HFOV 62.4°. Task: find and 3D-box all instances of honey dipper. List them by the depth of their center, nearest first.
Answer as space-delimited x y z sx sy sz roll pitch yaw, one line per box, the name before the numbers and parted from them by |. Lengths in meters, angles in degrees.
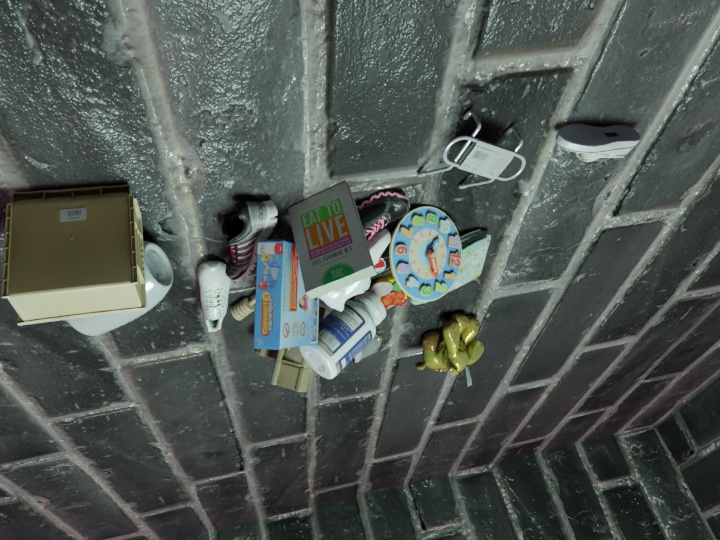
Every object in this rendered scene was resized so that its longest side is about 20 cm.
honey dipper | -0.215 0.048 1.350 0.199 0.038 0.038 -35 142 22

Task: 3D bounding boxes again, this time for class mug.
mug | -0.442 0.021 1.133 0.173 0.150 0.200 -22 178 12

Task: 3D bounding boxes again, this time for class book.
book | -0.058 -0.057 1.122 0.132 0.202 0.048 -21 147 6

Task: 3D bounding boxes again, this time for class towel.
towel | 0.212 -0.004 1.415 0.198 0.048 0.172 -23 148 -17

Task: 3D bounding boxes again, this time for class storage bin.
storage bin | -0.468 -0.032 0.984 0.197 0.201 0.094 -6 154 -14

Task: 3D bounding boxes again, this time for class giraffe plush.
giraffe plush | 0.246 0.229 1.719 0.171 0.203 0.161 13 165 -41

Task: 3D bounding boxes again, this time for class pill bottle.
pill bottle | -0.035 0.139 1.347 0.200 0.111 0.112 -42 156 -27

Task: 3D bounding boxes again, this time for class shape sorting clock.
shape sorting clock | 0.144 -0.035 1.271 0.198 0.203 0.039 13 173 -37

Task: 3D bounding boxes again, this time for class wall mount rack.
wall mount rack | 0.212 -0.211 1.143 0.198 0.075 0.174 9 134 -33

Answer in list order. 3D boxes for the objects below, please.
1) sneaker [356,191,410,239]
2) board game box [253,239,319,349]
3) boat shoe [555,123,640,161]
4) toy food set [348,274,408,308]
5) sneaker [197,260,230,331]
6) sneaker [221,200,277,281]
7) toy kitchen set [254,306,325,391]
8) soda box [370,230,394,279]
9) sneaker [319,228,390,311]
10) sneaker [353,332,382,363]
sneaker | 0.011 -0.091 1.201 0.197 0.096 0.079 -18 145 -1
board game box | -0.141 0.050 1.183 0.055 0.204 0.196 1 176 17
boat shoe | 0.470 -0.250 1.201 0.197 0.071 0.070 -9 143 -24
toy food set | 0.037 0.057 1.460 0.197 0.049 0.199 -10 145 -9
sneaker | -0.311 0.057 1.283 0.069 0.081 0.202 -4 143 -14
sneaker | -0.236 -0.061 1.156 0.086 0.074 0.201 8 134 -32
toy kitchen set | -0.207 0.159 1.368 0.161 0.203 0.180 10 174 25
soda box | 0.021 -0.026 1.315 0.197 0.071 0.064 -16 143 -1
sneaker | 0.000 0.000 1.247 0.200 0.075 0.088 -45 118 6
sneaker | 0.016 0.178 1.614 0.091 0.076 0.201 -17 154 -13
